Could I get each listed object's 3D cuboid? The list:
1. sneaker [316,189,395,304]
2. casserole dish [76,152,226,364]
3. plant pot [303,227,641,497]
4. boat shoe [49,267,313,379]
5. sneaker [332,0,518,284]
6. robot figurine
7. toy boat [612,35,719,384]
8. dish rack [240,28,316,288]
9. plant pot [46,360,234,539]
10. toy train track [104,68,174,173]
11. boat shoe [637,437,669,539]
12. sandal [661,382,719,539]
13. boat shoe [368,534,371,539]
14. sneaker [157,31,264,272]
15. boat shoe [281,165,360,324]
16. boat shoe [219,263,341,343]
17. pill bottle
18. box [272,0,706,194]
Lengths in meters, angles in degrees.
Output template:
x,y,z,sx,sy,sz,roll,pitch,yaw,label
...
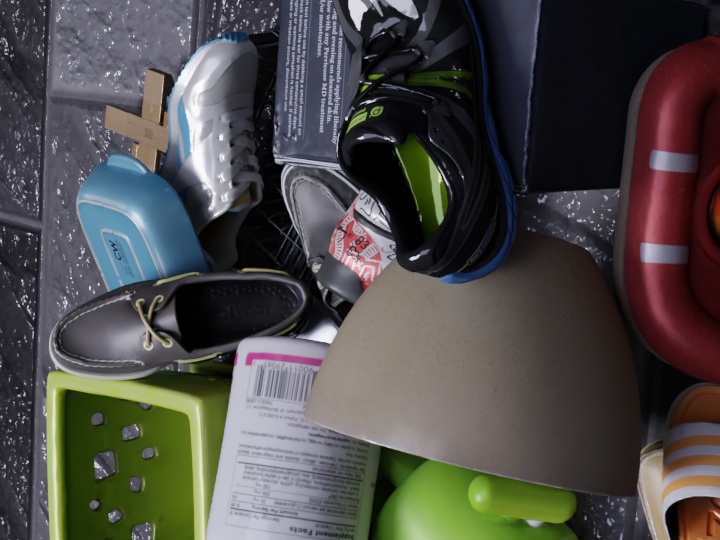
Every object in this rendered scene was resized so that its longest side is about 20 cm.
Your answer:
x,y,z,sx,sy,sz,roll,pitch,yaw,label
0.079,0.001,0.834,0.201,0.067,0.108,25,98,4,sneaker
-0.172,0.000,0.976,0.121,0.039,0.200,15,132,40,casserole dish
0.079,0.044,0.716,0.200,0.200,0.135,11,86,40,plant pot
-0.135,0.035,0.898,0.061,0.201,0.072,122,137,-76,boat shoe
0.025,-0.090,0.631,0.071,0.083,0.200,-22,79,40,sneaker
0.087,0.203,0.847,0.200,0.116,0.176,46,127,29,robot figurine
0.227,-0.031,0.679,0.131,0.130,0.201,-155,66,-67,toy boat
-0.060,-0.090,0.991,0.200,0.054,0.154,43,121,27,dish rack
-0.128,0.175,0.989,0.200,0.181,0.200,4,98,40,plant pot
-0.191,-0.089,1.120,0.115,0.033,0.200,24,115,29,toy train track
0.228,0.198,0.751,0.072,0.076,0.200,-44,66,35,boat shoe
0.218,0.155,0.709,0.079,0.059,0.207,1,60,15,sandal
0.034,0.276,0.932,0.200,0.084,0.069,55,145,6,boat shoe
-0.111,-0.093,0.956,0.081,0.076,0.200,34,123,25,sneaker
0.000,0.000,0.902,0.071,0.064,0.200,-34,90,28,boat shoe
-0.073,0.037,1.003,0.200,0.066,0.070,18,103,34,boat shoe
-0.046,0.154,0.842,0.113,0.113,0.200,0,76,41,pill bottle
0.083,-0.120,0.765,0.196,0.200,0.124,13,103,39,box
